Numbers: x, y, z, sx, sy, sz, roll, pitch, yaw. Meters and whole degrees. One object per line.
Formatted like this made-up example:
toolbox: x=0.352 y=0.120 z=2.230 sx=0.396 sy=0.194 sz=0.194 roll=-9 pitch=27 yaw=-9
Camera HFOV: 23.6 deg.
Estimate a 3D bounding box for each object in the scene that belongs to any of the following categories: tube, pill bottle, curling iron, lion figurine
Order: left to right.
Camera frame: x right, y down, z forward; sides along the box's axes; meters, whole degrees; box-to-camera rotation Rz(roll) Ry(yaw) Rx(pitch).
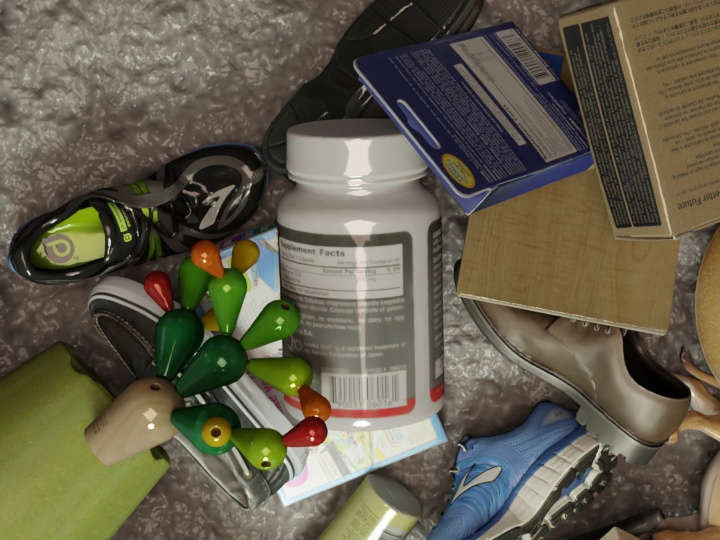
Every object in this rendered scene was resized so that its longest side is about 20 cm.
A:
tube: x=-0.029 y=0.242 z=1.303 sx=0.058 sy=0.052 sz=0.200 roll=46 pitch=109 yaw=36
pill bottle: x=0.000 y=0.000 z=1.183 sx=0.114 sy=0.114 sz=0.200 roll=-2 pitch=103 yaw=0
curling iron: x=0.141 y=0.226 z=1.277 sx=0.200 sy=0.050 sz=0.026 roll=-31 pitch=127 yaw=20
lion figurine: x=0.276 y=0.161 z=1.281 sx=0.122 sy=0.072 sz=0.200 roll=8 pitch=96 yaw=-5

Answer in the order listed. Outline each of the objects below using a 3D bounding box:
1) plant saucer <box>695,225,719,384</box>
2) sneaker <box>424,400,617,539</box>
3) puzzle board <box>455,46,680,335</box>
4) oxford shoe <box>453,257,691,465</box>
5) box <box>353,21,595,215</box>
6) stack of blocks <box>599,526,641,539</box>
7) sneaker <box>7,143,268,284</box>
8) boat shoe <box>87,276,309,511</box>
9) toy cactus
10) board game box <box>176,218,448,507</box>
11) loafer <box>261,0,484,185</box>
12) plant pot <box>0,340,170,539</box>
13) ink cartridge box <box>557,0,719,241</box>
plant saucer: x=0.346 y=0.026 z=1.258 sx=0.200 sy=0.035 sz=0.200 roll=0 pitch=88 yaw=-8
sneaker: x=0.095 y=0.175 z=1.275 sx=0.200 sy=0.089 sz=0.079 roll=-41 pitch=140 yaw=-10
puzzle board: x=0.158 y=-0.060 z=1.233 sx=0.151 sy=0.017 sz=0.200 roll=11 pitch=70 yaw=1
oxford shoe: x=0.156 y=0.044 z=1.245 sx=0.200 sy=0.073 sz=0.084 roll=38 pitch=121 yaw=4
box: x=0.079 y=-0.104 z=1.159 sx=0.121 sy=0.200 sz=0.032 roll=52 pitch=126 yaw=13
stack of blocks: x=0.145 y=0.275 z=1.249 sx=0.115 sy=0.059 sz=0.200 roll=29 pitch=121 yaw=-26
sneaker: x=-0.159 y=-0.033 z=1.239 sx=0.200 sy=0.083 sz=0.071 roll=-20 pitch=100 yaw=-1
boat shoe: x=-0.126 y=0.087 z=1.222 sx=0.200 sy=0.072 sz=0.071 roll=42 pitch=56 yaw=5
toy cactus: x=-0.112 y=0.072 z=1.139 sx=0.165 sy=0.102 sz=0.200 roll=-35 pitch=56 yaw=7
board game box: x=-0.034 y=0.059 z=1.271 sx=0.134 sy=0.034 sz=0.200 roll=-22 pitch=103 yaw=2
loafer: x=0.014 y=-0.138 z=1.246 sx=0.200 sy=0.063 sz=0.072 roll=-44 pitch=56 yaw=4
plant pot: x=-0.245 y=0.155 z=1.231 sx=0.190 sy=0.200 sz=0.200 roll=-42 pitch=97 yaw=-8
ink cartridge box: x=0.252 y=-0.124 z=1.194 sx=0.200 sy=0.075 sz=0.165 roll=-18 pitch=98 yaw=-26
